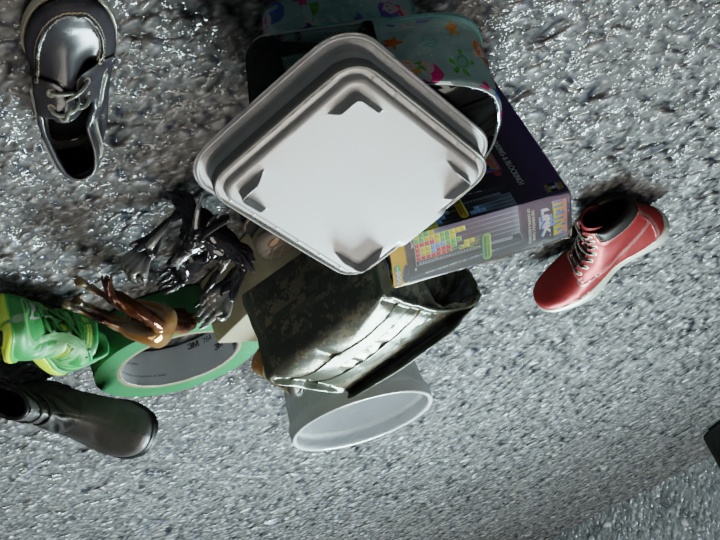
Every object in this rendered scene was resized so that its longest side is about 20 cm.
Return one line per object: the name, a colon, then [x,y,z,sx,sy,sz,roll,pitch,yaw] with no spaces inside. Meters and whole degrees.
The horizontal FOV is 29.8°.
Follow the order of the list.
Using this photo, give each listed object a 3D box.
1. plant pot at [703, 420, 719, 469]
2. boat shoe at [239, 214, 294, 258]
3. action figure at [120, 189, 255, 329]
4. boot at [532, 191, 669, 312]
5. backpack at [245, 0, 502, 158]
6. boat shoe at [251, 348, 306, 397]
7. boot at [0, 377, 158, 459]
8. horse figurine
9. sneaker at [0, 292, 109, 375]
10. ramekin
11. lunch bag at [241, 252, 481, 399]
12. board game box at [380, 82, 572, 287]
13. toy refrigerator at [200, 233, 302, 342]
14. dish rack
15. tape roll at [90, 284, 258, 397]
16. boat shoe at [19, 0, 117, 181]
plant pot: [0.913,0.381,3.002,0.198,0.201,0.178,-11,144,-17]
boat shoe: [-0.046,-0.075,1.304,0.074,0.073,0.200,-44,169,32]
action figure: [-0.161,-0.004,1.316,0.102,0.119,0.200,-52,173,-16]
boot: [0.272,-0.025,1.680,0.200,0.073,0.144,-39,151,24]
backpack: [0.009,-0.135,1.091,0.198,0.152,0.178,-7,153,-4]
boat shoe: [-0.075,0.080,1.583,0.073,0.076,0.200,19,-163,7]
boot: [-0.337,0.163,1.518,0.199,0.070,0.131,9,173,28]
horse figurine: [-0.228,0.043,1.363,0.132,0.050,0.200,22,175,-7]
sneaker: [-0.317,0.061,1.397,0.083,0.075,0.200,-13,168,7]
ramekin: [-0.011,0.157,1.825,0.199,0.106,0.200,-15,158,-6]
lunch bag: [0.011,0.044,1.345,0.164,0.118,0.199,-35,150,27]
board game box: [0.075,-0.085,1.204,0.164,0.200,0.057,-17,131,-7]
toy refrigerator: [-0.088,-0.002,1.432,0.070,0.076,0.200,-1,151,-37]
dish rack: [-0.006,-0.073,1.012,0.171,0.044,0.200,-39,139,19]
tape roll: [-0.215,0.083,1.564,0.199,0.048,0.201,-16,158,-7]
boat shoe: [-0.215,-0.138,1.027,0.072,0.063,0.200,-11,157,-17]
